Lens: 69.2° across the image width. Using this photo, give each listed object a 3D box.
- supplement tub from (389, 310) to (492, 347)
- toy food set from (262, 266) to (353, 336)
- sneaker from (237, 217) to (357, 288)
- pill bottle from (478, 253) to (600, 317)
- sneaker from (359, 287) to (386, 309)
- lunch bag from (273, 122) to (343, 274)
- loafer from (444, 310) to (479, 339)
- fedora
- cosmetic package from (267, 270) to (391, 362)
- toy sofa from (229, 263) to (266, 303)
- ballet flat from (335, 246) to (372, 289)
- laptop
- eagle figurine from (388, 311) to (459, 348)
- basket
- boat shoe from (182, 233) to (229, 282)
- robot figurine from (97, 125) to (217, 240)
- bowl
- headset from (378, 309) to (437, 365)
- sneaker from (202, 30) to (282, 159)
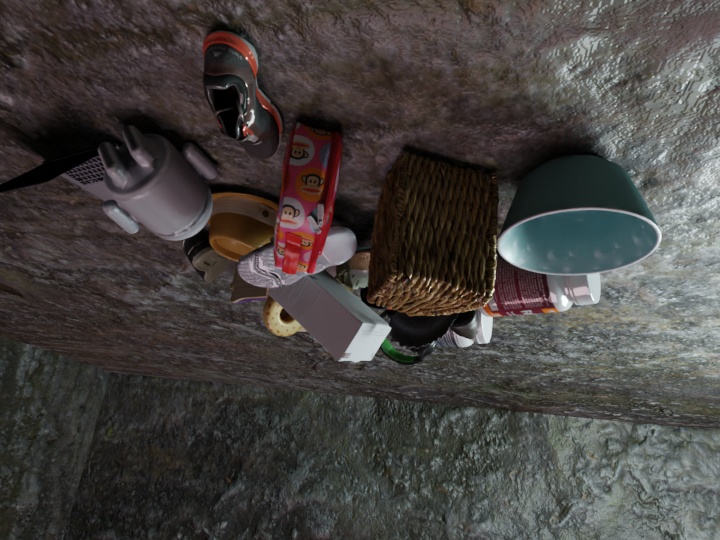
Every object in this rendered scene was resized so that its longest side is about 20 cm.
[{"bbox_3d":[0.172,0.092,1.116,0.197,0.142,0.140,-2,156,24],"label":"supplement tub"},{"bbox_3d":[-0.098,0.038,1.048,0.197,0.201,0.049,2,-157,-28],"label":"toy food set"},{"bbox_3d":[-0.109,-0.038,0.880,0.197,0.115,0.076,-17,117,-6],"label":"sneaker"},{"bbox_3d":[0.309,0.019,0.924,0.198,0.116,0.114,-9,153,37],"label":"pill bottle"},{"bbox_3d":[0.026,0.039,1.056,0.084,0.076,0.199,-17,-174,-23],"label":"sneaker"},{"bbox_3d":[-0.080,-0.082,0.723,0.081,0.179,0.200,11,159,-7],"label":"lunch bag"},{"bbox_3d":[0.167,0.048,0.941,0.072,0.201,0.072,-19,127,14],"label":"loafer"},{"bbox_3d":[-0.205,-0.065,0.933,0.197,0.083,0.201,7,159,3],"label":"fedora"},{"bbox_3d":[-0.055,0.069,0.917,0.199,0.082,0.112,37,-169,28],"label":"cosmetic package"},{"bbox_3d":[-0.189,0.034,1.155,0.197,0.099,0.083,-6,154,30],"label":"toy sofa"},{"bbox_3d":[0.000,0.000,0.932,0.069,0.066,0.200,5,174,-12],"label":"ballet flat"},{"bbox_3d":[-0.439,-0.124,0.823,0.185,0.118,0.200,-3,156,27],"label":"laptop"},{"bbox_3d":[0.118,0.012,0.875,0.150,0.202,0.151,35,-151,16],"label":"eagle figurine"},{"bbox_3d":[0.097,-0.038,0.737,0.147,0.203,0.143,12,157,-12],"label":"basket"},{"bbox_3d":[-0.331,-0.029,1.119,0.068,0.072,0.200,43,167,8],"label":"boat shoe"},{"bbox_3d":[-0.296,-0.121,0.778,0.168,0.114,0.200,-32,148,-1],"label":"robot figurine"},{"bbox_3d":[0.285,-0.079,0.702,0.197,0.107,0.201,5,158,2],"label":"bowl"},{"bbox_3d":[0.100,0.118,1.023,0.124,0.094,0.200,51,129,2],"label":"headset"},{"bbox_3d":[-0.148,-0.182,0.625,0.076,0.083,0.200,4,158,8],"label":"sneaker"}]
